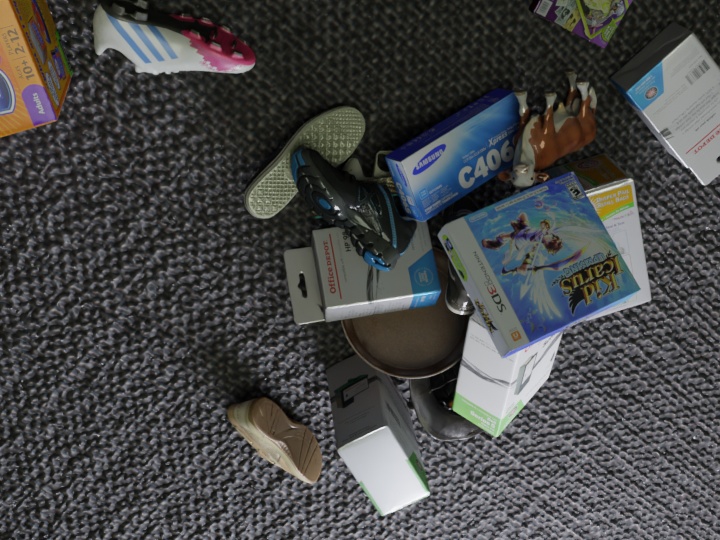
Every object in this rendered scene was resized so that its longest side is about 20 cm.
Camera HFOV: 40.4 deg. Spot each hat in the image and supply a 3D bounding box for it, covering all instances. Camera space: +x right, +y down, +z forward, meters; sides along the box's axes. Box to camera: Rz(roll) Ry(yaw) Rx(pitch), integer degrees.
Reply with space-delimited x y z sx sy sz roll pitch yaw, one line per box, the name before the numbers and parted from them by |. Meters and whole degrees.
hat | 0.132 0.152 1.476 0.200 0.081 0.201 -4 99 -29

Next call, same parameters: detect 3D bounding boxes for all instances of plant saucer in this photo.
plant saucer | 0.069 0.059 1.393 0.200 0.201 0.034 -8 162 -7

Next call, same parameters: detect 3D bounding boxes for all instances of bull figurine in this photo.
bull figurine | 0.251 -0.188 1.304 0.200 0.065 0.122 -30 128 -41

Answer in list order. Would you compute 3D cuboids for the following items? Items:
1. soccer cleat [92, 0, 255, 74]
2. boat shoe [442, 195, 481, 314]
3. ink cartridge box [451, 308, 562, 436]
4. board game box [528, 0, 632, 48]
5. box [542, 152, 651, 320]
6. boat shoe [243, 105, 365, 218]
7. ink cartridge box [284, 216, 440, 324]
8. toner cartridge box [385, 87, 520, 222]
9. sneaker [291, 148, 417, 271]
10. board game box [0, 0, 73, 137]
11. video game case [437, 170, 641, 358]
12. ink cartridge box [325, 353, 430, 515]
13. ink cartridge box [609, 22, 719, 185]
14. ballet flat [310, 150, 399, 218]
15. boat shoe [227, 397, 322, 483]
soccer cleat | -0.233 -0.276 1.213 0.200 0.070 0.086 17 128 -16
boat shoe | 0.147 -0.035 1.325 0.067 0.200 0.057 7 144 -4
ink cartridge box | 0.210 0.109 1.357 0.145 0.084 0.200 -40 150 -35
board game box | 0.318 -0.404 1.268 0.120 0.032 0.200 22 111 -16
box | 0.337 -0.050 1.402 0.101 0.113 0.200 -17 118 0
boat shoe | -0.079 -0.149 1.304 0.200 0.062 0.075 -43 112 -5
ink cartridge box | 0.000 0.000 1.348 0.200 0.067 0.116 -9 73 -7
toner cartridge box | 0.135 -0.156 1.309 0.200 0.043 0.095 -34 119 -19
sneaker | -0.009 -0.092 1.274 0.200 0.073 0.082 47 70 -21
board game box | -0.460 -0.261 1.092 0.199 0.200 0.200 -17 118 -3
video game case | 0.228 -0.010 1.250 0.200 0.045 0.182 -23 78 -15
ink cartridge box | 0.023 0.232 1.438 0.084 0.200 0.146 -27 118 7
ink cartridge box | 0.455 -0.228 1.360 0.116 0.067 0.200 -42 116 11
ballet flat | 0.023 -0.125 1.340 0.200 0.068 0.075 -11 96 -11
boat shoe | -0.128 0.260 1.503 0.064 0.071 0.200 -8 134 33
